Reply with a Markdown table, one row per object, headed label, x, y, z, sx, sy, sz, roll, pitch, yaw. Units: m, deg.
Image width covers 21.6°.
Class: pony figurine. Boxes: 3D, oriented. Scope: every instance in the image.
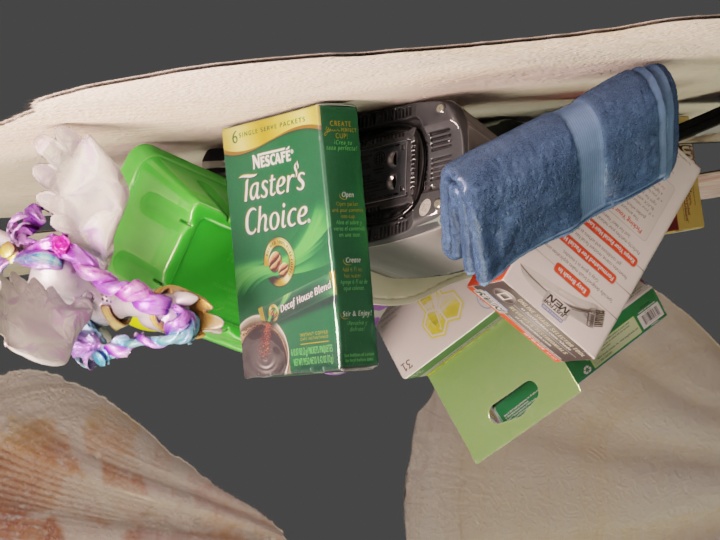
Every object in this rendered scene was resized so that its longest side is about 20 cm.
| label | x | y | z | sx | sy | sz | roll | pitch | yaw |
| --- | --- | --- | --- | --- | --- | --- | --- | --- | --- |
| pony figurine | -0.219 | 0.003 | 1.400 | 0.199 | 0.167 | 0.193 | 4 | 157 | 40 |

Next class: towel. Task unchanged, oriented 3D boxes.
| label | x | y | z | sx | sy | sz | roll | pitch | yaw |
| --- | --- | --- | --- | --- | --- | --- | --- | --- | --- |
| towel | 0.153 | -0.074 | 1.418 | 0.199 | 0.112 | 0.049 | -27 | -131 | -17 |

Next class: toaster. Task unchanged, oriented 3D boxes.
| label | x | y | z | sx | sy | sz | roll | pitch | yaw |
| --- | --- | --- | --- | --- | --- | --- | --- | --- | --- |
| toaster | 0.038 | -0.057 | 1.520 | 0.199 | 0.114 | 0.129 | -13 | 156 | 35 |

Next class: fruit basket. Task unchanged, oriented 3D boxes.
| label | x | y | z | sx | sy | sz | roll | pitch | yaw |
| --- | --- | --- | --- | --- | --- | --- | --- | --- | --- |
| fruit basket | -0.148 | -0.010 | 1.589 | 0.215 | 0.156 | 0.216 | 25 | -177 | -1 |

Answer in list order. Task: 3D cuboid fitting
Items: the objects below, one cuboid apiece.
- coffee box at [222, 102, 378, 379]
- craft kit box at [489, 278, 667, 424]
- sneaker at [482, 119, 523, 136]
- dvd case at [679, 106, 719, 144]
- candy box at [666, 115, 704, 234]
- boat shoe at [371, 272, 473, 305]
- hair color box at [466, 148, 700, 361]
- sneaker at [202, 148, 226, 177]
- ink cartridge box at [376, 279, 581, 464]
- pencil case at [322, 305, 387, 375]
| label | x | y | z | sx | sy | sz | roll | pitch | yaw |
| --- | --- | --- | --- | --- | --- | --- | --- | --- | --- |
| coffee box | -0.048 | -0.020 | 1.444 | 0.044 | 0.201 | 0.123 | -2 | 177 | -42 |
| craft kit box | 0.177 | 0.054 | 1.908 | 0.200 | 0.049 | 0.197 | -37 | -152 | -7 |
| sneaker | 0.083 | -0.102 | 1.699 | 0.086 | 0.081 | 0.200 | 7 | 180 | 39 |
| dvd case | 0.399 | -0.149 | 1.778 | 0.199 | 0.018 | 0.142 | -6 | 168 | -43 |
| candy box | 0.271 | -0.088 | 1.970 | 0.056 | 0.117 | 0.200 | -7 | 178 | -26 |
| boat shoe | 0.049 | -0.016 | 1.654 | 0.201 | 0.072 | 0.060 | -13 | -166 | -28 |
| hair color box | 0.188 | -0.037 | 1.580 | 0.111 | 0.200 | 0.064 | 40 | 158 | -19 |
| sneaker | -0.086 | -0.035 | 1.681 | 0.071 | 0.083 | 0.200 | -1 | 152 | 21 |
| ink cartridge box | 0.100 | 0.064 | 1.783 | 0.145 | 0.201 | 0.048 | -39 | 159 | 31 |
| pencil case | 0.000 | 0.000 | 1.743 | 0.084 | 0.200 | 0.085 | 36 | -163 | 10 |
